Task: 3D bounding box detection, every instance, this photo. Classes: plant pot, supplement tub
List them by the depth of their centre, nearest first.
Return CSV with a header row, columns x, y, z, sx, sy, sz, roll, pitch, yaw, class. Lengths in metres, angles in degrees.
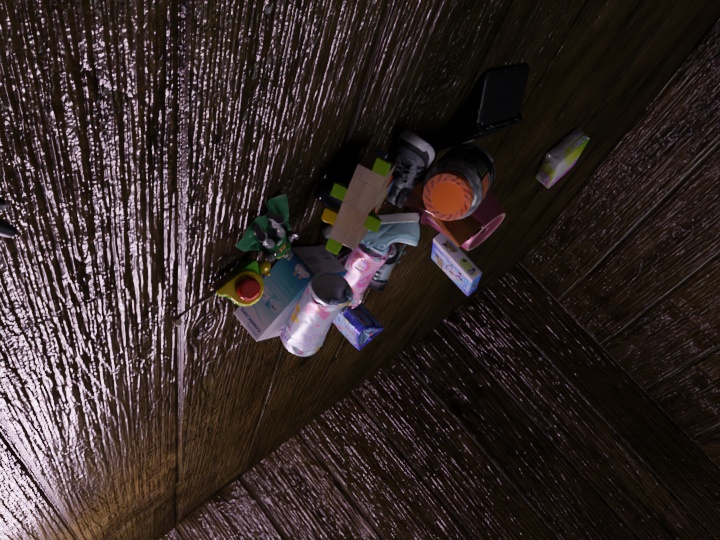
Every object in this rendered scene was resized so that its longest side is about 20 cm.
x,y,z,sx,sy,sz,roll,pitch,yaw,class
0.199,-0.179,1.410,0.123,0.122,0.200,-51,178,31,supplement tub
0.246,-0.156,1.689,0.200,0.179,0.200,-39,164,-13,plant pot

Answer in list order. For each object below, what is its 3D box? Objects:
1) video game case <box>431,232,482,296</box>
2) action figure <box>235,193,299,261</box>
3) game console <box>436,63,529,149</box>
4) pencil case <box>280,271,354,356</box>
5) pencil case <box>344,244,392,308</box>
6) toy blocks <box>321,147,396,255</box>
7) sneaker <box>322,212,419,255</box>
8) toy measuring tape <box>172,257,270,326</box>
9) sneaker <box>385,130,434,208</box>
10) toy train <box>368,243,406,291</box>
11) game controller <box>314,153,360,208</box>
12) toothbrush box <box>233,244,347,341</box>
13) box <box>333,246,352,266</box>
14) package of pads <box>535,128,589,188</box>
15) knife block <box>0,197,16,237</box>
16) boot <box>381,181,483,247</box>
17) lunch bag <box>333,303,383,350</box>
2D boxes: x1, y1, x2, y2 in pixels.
x,y,z,sx,sy,sz,roll,pitch,yaw,class
0.301,-0.019,2.208,0.045,0.181,0.200,-38,165,-8,video game case
-0.150,-0.055,1.225,0.118,0.055,0.200,-43,169,-6,action figure
0.265,-0.352,1.498,0.176,0.117,0.200,-15,-173,43,game console
-0.088,0.089,1.379,0.090,0.083,0.200,10,138,-24,pencil case
0.000,0.000,1.556,0.087,0.087,0.200,-29,158,-41,pencil case
0.013,-0.135,1.239,0.200,0.100,0.137,-67,173,31,toy blocks
0.024,-0.068,1.407,0.199,0.082,0.074,-7,177,1,sneaker
-0.239,0.052,1.248,0.200,0.074,0.074,-39,165,-15,toy measuring tape
0.083,-0.187,1.347,0.114,0.075,0.200,-56,171,-9,sneaker
0.060,-0.032,1.686,0.200,0.085,0.114,112,0,-63,toy train
-0.025,-0.155,1.301,0.104,0.042,0.200,-57,165,1,game controller
-0.144,0.045,1.446,0.200,0.085,0.146,-49,163,21,toothbrush box
-0.033,-0.026,1.630,0.143,0.036,0.200,-35,165,-28,box
0.689,-0.383,2.391,0.154,0.068,0.200,-40,164,-11,package of pads
-0.377,-0.065,0.590,0.175,0.064,0.200,-28,160,-43,knife block
0.144,-0.120,1.484,0.188,0.200,0.069,-26,161,-45,boot
-0.035,0.115,1.789,0.094,0.151,0.200,-42,166,0,lunch bag
